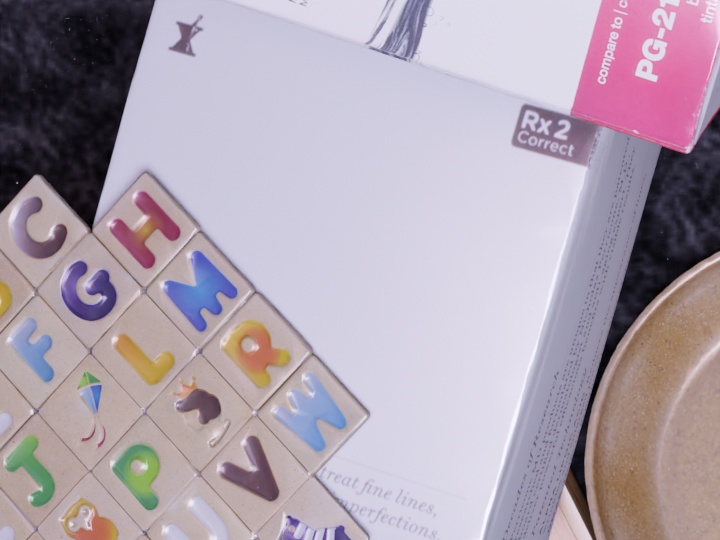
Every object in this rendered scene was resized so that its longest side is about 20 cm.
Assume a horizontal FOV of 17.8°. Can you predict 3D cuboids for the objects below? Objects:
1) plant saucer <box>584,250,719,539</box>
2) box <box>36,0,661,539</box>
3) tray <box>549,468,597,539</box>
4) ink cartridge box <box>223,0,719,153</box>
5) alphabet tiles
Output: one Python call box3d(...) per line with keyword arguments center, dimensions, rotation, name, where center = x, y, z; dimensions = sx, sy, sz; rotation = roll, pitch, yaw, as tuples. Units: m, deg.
box3d(center=(0.195, 0.082, 0.967), dimensions=(0.199, 0.035, 0.201), rotation=(-5, 72, 17), name="plant saucer")
box3d(center=(0.000, 0.000, 0.951), dimensions=(0.198, 0.131, 0.201), rotation=(17, 92, 17), name="box")
box3d(center=(0.071, 0.154, 1.028), dimensions=(0.098, 0.037, 0.201), rotation=(-27, 92, 13), name="tray")
box3d(center=(0.053, -0.128, 0.865), dimensions=(0.199, 0.145, 0.085), rotation=(20, 112, 12), name="ink cartridge box")
box3d(center=(-0.096, 0.067, 0.907), dimensions=(0.166, 0.006, 0.200), rotation=(-46, 76, 12), name="alphabet tiles")
